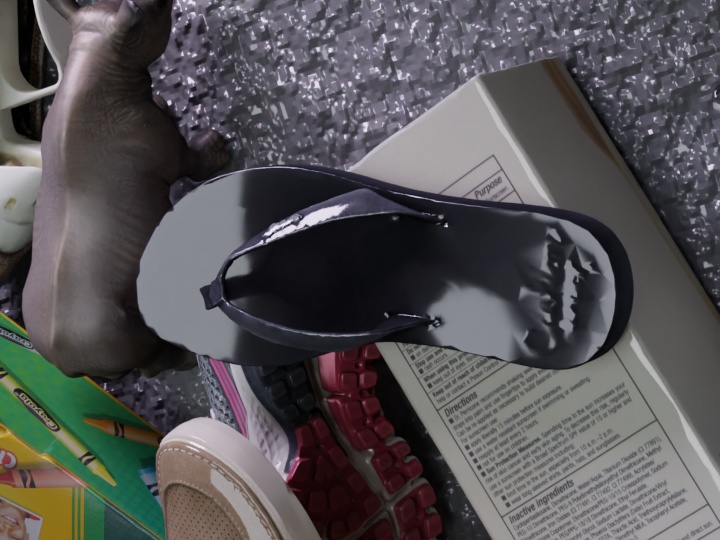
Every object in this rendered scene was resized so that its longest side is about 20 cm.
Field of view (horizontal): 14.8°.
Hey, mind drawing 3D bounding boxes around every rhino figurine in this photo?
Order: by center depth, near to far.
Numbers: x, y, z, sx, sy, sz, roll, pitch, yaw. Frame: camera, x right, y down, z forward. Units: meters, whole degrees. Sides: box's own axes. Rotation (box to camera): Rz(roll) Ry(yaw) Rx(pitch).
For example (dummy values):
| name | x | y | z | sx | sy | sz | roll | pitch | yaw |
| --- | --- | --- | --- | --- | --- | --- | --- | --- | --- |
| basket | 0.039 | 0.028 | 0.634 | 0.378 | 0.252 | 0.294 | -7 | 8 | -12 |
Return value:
| name | x | y | z | sx | sy | sz | roll | pitch | yaw |
| --- | --- | --- | --- | --- | --- | --- | --- | --- | --- |
| rhino figurine | -0.098 | -0.048 | 1.133 | 0.060 | 0.087 | 0.200 | 13 | 107 | 29 |

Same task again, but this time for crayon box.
| name | x | y | z | sx | sy | sz | roll | pitch | yaw |
| --- | --- | --- | --- | --- | --- | --- | --- | --- | --- |
| crayon box | -0.169 | 0.083 | 1.183 | 0.200 | 0.058 | 0.119 | 37 | 127 | 0 |

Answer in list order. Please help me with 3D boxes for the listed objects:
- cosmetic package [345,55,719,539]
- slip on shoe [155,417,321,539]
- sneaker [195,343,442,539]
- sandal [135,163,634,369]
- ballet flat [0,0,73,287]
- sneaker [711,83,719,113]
| name | x | y | z | sx | sy | sz | roll | pitch | yaw |
| --- | --- | --- | --- | --- | --- | --- | --- | --- | --- |
| cosmetic package | 0.076 | 0.030 | 1.050 | 0.105 | 0.071 | 0.200 | -34 | 82 | 32 |
| slip on shoe | -0.046 | 0.157 | 1.067 | 0.076 | 0.061 | 0.200 | 7 | 117 | 48 |
| sneaker | -0.021 | 0.070 | 1.126 | 0.075 | 0.081 | 0.200 | 6 | 105 | 61 |
| sandal | 0.000 | -0.001 | 1.017 | 0.200 | 0.043 | 0.076 | -1 | 98 | 28 |
| ballet flat | -0.153 | -0.067 | 1.179 | 0.067 | 0.068 | 0.200 | 7 | 106 | 24 |
| sneaker | 0.205 | -0.020 | 0.936 | 0.200 | 0.076 | 0.115 | 7 | 120 | 64 |
